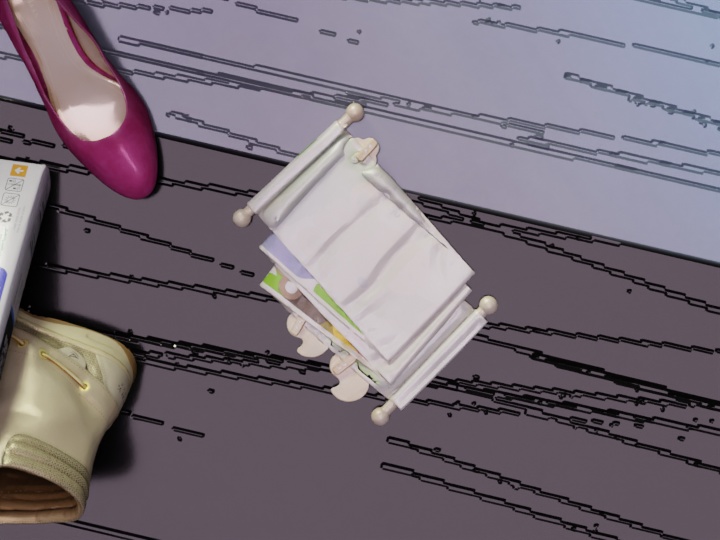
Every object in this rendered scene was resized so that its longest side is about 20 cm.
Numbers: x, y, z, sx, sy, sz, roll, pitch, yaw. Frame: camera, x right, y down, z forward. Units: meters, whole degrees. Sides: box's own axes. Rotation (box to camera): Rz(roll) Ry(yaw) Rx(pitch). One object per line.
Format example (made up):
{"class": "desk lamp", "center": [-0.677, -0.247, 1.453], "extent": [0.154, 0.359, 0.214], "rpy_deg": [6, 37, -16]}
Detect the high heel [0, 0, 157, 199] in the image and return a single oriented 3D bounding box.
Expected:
{"class": "high heel", "center": [-0.204, -0.141, 1.635], "extent": [0.067, 0.096, 0.201], "rpy_deg": [-23, 91, 3]}

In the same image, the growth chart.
{"class": "growth chart", "center": [0.000, 0.000, 1.673], "extent": [0.145, 0.018, 0.200], "rpy_deg": [-37, 91, 4]}

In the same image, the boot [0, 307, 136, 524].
{"class": "boot", "center": [-0.271, 0.096, 1.620], "extent": [0.199, 0.156, 0.073], "rpy_deg": [17, 134, -2]}

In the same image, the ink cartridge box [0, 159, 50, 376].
{"class": "ink cartridge box", "center": [-0.336, -0.002, 1.621], "extent": [0.199, 0.047, 0.198], "rpy_deg": [6, 55, 4]}
